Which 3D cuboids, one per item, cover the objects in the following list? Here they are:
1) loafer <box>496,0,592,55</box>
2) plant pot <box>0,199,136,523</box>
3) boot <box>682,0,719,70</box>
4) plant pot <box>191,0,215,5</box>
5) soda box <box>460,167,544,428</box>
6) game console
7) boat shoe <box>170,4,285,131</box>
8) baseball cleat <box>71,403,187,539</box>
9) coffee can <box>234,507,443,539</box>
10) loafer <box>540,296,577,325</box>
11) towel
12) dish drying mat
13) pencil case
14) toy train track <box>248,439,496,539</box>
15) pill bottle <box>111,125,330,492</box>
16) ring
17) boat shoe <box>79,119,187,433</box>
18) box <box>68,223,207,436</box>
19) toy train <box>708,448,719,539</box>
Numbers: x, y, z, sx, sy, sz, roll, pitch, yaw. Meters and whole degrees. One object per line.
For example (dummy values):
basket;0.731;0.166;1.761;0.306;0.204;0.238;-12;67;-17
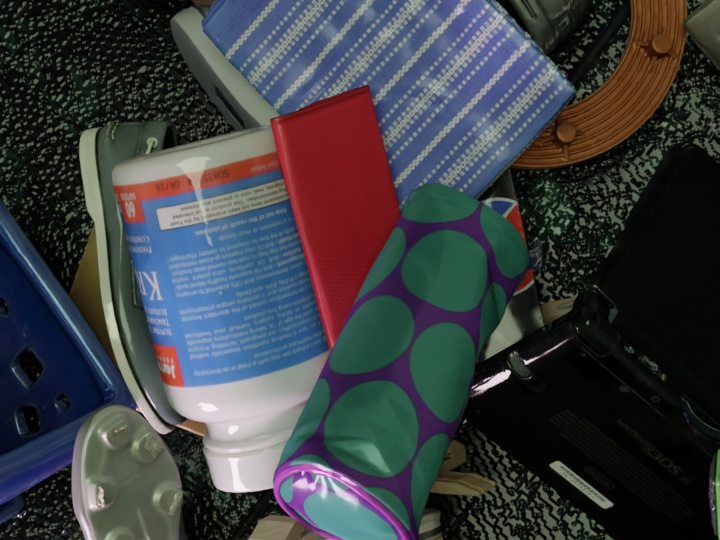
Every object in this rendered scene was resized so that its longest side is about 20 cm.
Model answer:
loafer;0.057;-0.212;0.844;0.200;0.068;0.071;37;73;7
plant pot;-0.292;0.081;0.802;0.201;0.199;0.180;53;128;10
boot;0.321;-0.129;0.785;0.181;0.073;0.201;-36;85;5
plant pot;-0.085;-0.237;0.839;0.199;0.201;0.093;-28;119;6
soda box;0.074;-0.005;0.823;0.062;0.071;0.203;-12;83;3
game console;0.183;0.058;0.766;0.199;0.117;0.175;38;134;-19
boat shoe;-0.046;-0.105;0.848;0.065;0.074;0.201;-33;76;-14
baseball cleat;-0.143;0.169;0.808;0.069;0.106;0.202;-27;113;-31
coffee can;-0.006;0.254;0.775;0.144;0.146;0.203;-11;82;8
loafer;0.203;0.003;0.805;0.199;0.072;0.063;-30;73;8
towel;0.012;-0.126;0.772;0.200;0.024;0.145;47;110;4
dish drying mat;0.000;0.000;0.764;0.018;0.076;0.202;0;109;50
pencil case;0.027;0.052;0.701;0.084;0.093;0.201;8;53;27
toy train track;0.003;0.121;0.761;0.114;0.199;0.033;-2;97;33
pill bottle;-0.072;0.023;0.779;0.111;0.112;0.203;-12;98;8
ring;0.105;-0.163;0.800;0.197;0.019;0.203;1;82;-5
boat shoe;-0.129;0.000;0.833;0.061;0.073;0.203;-14;83;6
box;-0.096;0.025;0.874;0.198;0.021;0.165;19;87;11
toy train;0.227;0.182;0.746;0.056;0.042;0.202;0;123;18
